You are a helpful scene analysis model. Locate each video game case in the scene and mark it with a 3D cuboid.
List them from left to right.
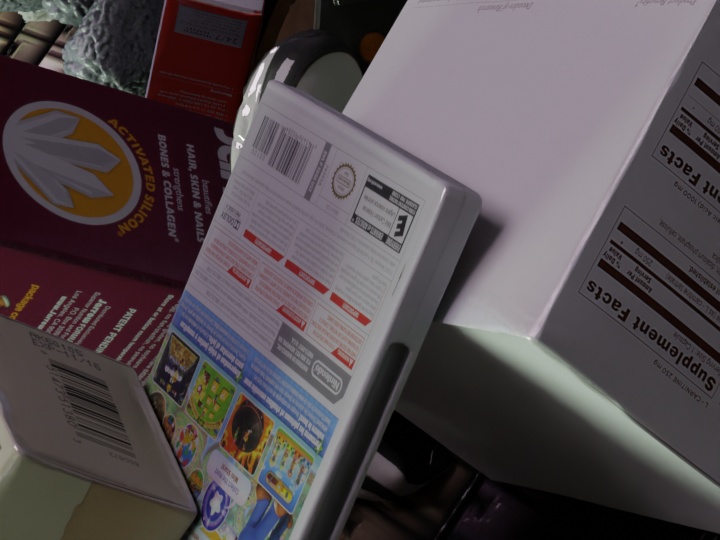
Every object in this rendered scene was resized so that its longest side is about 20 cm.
[{"bbox_3d":[-0.035,0.045,0.768,0.143,0.018,0.201,35,104,58],"label":"video game case"}]

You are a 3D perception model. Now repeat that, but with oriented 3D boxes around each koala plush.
[{"bbox_3d":[-0.191,-0.214,1.410,0.184,0.178,0.200,-51,27,-21],"label":"koala plush"}]

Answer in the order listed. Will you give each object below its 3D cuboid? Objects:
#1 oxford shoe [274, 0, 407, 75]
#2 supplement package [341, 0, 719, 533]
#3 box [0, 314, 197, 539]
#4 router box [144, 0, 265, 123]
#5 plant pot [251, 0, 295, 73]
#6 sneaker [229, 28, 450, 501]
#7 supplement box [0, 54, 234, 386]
[{"bbox_3d":[-0.004,-0.123,0.994,0.084,0.072,0.201,30,104,60],"label":"oxford shoe"},{"bbox_3d":[0.099,-0.031,0.801,0.191,0.147,0.201,8,65,58],"label":"supplement package"},{"bbox_3d":[-0.153,0.123,0.801,0.200,0.077,0.095,-53,37,18],"label":"box"},{"bbox_3d":[-0.079,-0.141,1.185,0.180,0.049,0.201,108,171,-47],"label":"router box"},{"bbox_3d":[0.000,-0.078,1.065,0.200,0.027,0.201,-29,54,50],"label":"plant pot"},{"bbox_3d":[0.000,0.000,0.922,0.080,0.201,0.073,4,16,45],"label":"sneaker"},{"bbox_3d":[-0.116,-0.015,1.007,0.086,0.199,0.111,-47,40,40],"label":"supplement box"}]
